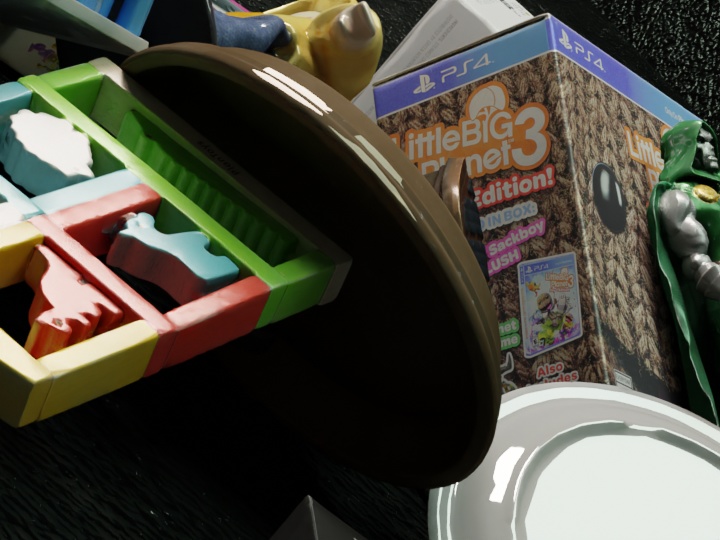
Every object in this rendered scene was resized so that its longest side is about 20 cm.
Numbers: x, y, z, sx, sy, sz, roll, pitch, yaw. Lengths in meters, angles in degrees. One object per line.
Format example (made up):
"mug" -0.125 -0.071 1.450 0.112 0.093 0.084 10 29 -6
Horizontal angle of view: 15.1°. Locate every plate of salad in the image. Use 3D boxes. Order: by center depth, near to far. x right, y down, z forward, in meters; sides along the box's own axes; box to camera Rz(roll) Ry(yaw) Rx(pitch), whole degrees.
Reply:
"plate of salad" 0.113 0.128 1.060 0.199 0.048 0.201 17 44 -17

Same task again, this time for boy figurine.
"boy figurine" -0.043 -0.094 1.132 0.200 0.124 0.065 -4 85 -64

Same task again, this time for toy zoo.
"toy zoo" -0.109 -0.011 0.905 0.131 0.021 0.200 38 33 21

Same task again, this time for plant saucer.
"plant saucer" -0.019 -0.005 1.015 0.200 0.029 0.201 36 -30 25

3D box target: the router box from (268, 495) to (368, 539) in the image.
"router box" 0.035 0.169 0.811 0.157 0.052 0.200 38 13 -17

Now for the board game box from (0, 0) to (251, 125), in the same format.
"board game box" -0.101 -0.107 1.317 0.200 0.064 0.148 35 15 -35

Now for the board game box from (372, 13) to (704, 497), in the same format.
"board game box" 0.097 0.012 1.238 0.159 0.096 0.201 25 52 -53

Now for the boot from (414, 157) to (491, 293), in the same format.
"boot" 0.000 0.000 1.079 0.200 0.096 0.075 104 -23 -86

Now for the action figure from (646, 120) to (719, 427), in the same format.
"action figure" 0.169 0.028 1.202 0.118 0.054 0.201 5 64 -57

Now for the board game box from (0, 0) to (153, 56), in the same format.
"board game box" -0.202 -0.143 1.008 0.199 0.026 0.200 18 -7 43

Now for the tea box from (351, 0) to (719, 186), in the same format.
"tea box" 0.095 -0.052 1.567 0.197 0.134 0.200 43 12 3

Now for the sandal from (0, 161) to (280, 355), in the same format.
"sandal" -0.118 -0.016 1.014 0.200 0.048 0.075 31 11 11
